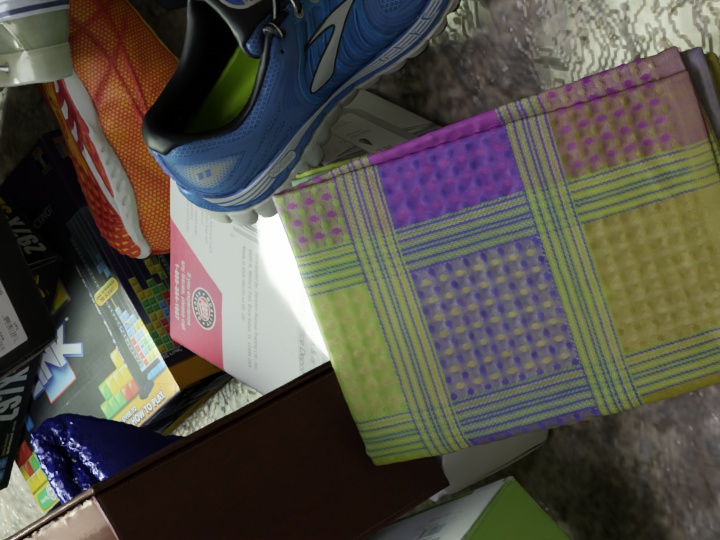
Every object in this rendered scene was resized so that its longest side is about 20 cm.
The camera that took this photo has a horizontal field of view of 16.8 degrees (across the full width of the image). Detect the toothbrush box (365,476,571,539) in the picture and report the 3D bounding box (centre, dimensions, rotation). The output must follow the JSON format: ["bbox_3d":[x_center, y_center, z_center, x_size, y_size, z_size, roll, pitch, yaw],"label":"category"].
[{"bbox_3d":[0.074,0.208,1.142,0.200,0.086,0.146,48,143,-10],"label":"toothbrush box"}]

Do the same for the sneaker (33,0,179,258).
[{"bbox_3d":[-0.130,-0.106,1.292,0.200,0.077,0.073,69,158,-2],"label":"sneaker"}]

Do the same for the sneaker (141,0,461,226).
[{"bbox_3d":[-0.025,-0.116,1.095,0.079,0.089,0.200,35,90,37],"label":"sneaker"}]

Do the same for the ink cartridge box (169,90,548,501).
[{"bbox_3d":[0.000,0.000,1.180,0.200,0.083,0.147,29,128,38],"label":"ink cartridge box"}]

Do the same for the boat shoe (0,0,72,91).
[{"bbox_3d":[-0.214,-0.115,1.274,0.200,0.072,0.062,-7,93,57],"label":"boat shoe"}]

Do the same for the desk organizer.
[{"bbox_3d":[-0.054,0.105,1.063,0.072,0.200,0.077,-33,86,40],"label":"desk organizer"}]

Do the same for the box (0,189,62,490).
[{"bbox_3d":[-0.254,0.020,1.431,0.160,0.049,0.200,44,136,25],"label":"box"}]

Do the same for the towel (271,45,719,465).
[{"bbox_3d":[0.077,-0.002,1.049,0.200,0.023,0.144,-18,98,12],"label":"towel"}]

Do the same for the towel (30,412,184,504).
[{"bbox_3d":[-0.086,0.144,1.276,0.050,0.200,0.148,-46,67,9],"label":"towel"}]

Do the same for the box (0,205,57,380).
[{"bbox_3d":[-0.272,-0.031,1.292,0.164,0.086,0.200,0,119,49],"label":"box"}]

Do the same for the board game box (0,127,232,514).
[{"bbox_3d":[-0.165,0.029,1.412,0.165,0.057,0.200,59,141,9],"label":"board game box"}]

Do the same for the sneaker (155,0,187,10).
[{"bbox_3d":[-0.138,-0.205,1.252,0.200,0.072,0.083,48,141,24],"label":"sneaker"}]
